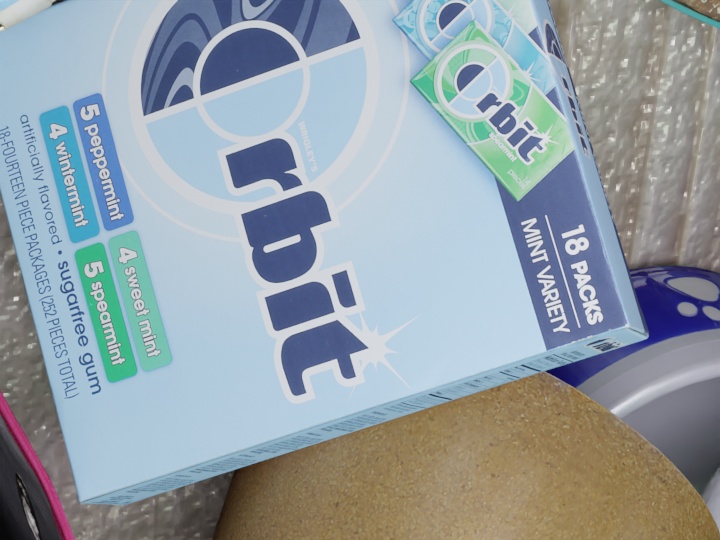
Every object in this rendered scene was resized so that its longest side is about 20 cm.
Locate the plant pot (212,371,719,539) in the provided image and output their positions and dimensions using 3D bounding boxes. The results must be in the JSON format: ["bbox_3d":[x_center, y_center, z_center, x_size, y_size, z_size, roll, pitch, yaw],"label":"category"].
[{"bbox_3d":[0.010,0.153,0.898,0.187,0.186,0.201,54,54,-41],"label":"plant pot"}]

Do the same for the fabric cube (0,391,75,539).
[{"bbox_3d":[-0.198,0.161,0.907,0.199,0.196,0.200,-21,129,-14],"label":"fabric cube"}]

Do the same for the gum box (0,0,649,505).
[{"bbox_3d":[-0.021,-0.029,0.852,0.199,0.171,0.045,-18,170,13],"label":"gum box"}]

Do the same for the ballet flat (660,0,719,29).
[{"bbox_3d":[0.190,-0.102,0.936,0.070,0.199,0.066,-36,146,-48],"label":"ballet flat"}]

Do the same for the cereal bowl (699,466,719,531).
[{"bbox_3d":[0.198,0.116,1.025,0.199,0.083,0.201,-21,132,-26],"label":"cereal bowl"}]

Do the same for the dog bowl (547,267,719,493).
[{"bbox_3d":[0.127,0.102,1.104,0.199,0.079,0.201,-13,127,-19],"label":"dog bowl"}]

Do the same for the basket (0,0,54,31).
[{"bbox_3d":[-0.106,-0.190,0.764,0.176,0.139,0.201,-30,96,-6],"label":"basket"}]
